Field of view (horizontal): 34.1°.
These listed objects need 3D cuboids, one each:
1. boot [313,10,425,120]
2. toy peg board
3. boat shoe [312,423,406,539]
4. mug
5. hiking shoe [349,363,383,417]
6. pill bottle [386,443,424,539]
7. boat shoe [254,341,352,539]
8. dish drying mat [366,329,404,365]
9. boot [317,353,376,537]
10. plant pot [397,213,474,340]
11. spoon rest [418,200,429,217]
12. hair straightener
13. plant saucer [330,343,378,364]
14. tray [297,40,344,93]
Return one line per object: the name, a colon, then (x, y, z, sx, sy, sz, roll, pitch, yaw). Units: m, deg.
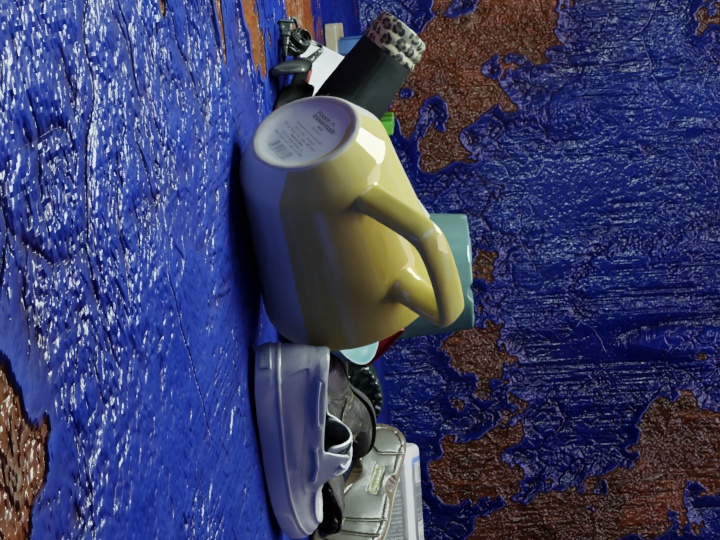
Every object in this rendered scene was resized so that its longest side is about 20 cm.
boot: (0.000, -0.177, 1.178, 0.154, 0.073, 0.204, -53, -175, 6)
toy peg board: (0.002, -0.302, 1.909, 0.200, 0.096, 0.202, -81, 167, -78)
boat shoe: (-0.001, 0.261, 1.248, 0.201, 0.071, 0.077, -58, 170, -43)
mug: (-0.006, -0.046, 0.883, 0.154, 0.184, 0.150, 72, 27, -42)
hiking shoe: (-0.017, 0.161, 1.431, 0.201, 0.073, 0.087, 97, -14, -49)
pill bottle: (0.028, 0.335, 1.554, 0.114, 0.112, 0.203, 42, 45, -85)
boat shoe: (-0.040, 0.136, 0.927, 0.072, 0.068, 0.202, -88, 174, -58)
dish drying mat: (-0.004, 0.005, 1.371, 0.077, 0.018, 0.202, -45, -125, 37)
boot: (-0.032, 0.179, 1.134, 0.201, 0.068, 0.175, 69, 15, -45)
plant pot: (0.048, 0.006, 1.528, 0.200, 0.193, 0.203, -4, 90, -87)
spoon rest: (0.000, 0.000, 1.307, 0.201, 0.060, 0.100, -58, -132, 28)
hair straightener: (-0.059, -0.216, 1.171, 0.200, 0.040, 0.078, -71, 158, -67)
plant saucer: (-0.033, -0.005, 1.122, 0.200, 0.027, 0.203, -18, 90, -72)
tray: (-0.041, -0.159, 1.349, 0.107, 0.022, 0.203, 16, 68, -55)
